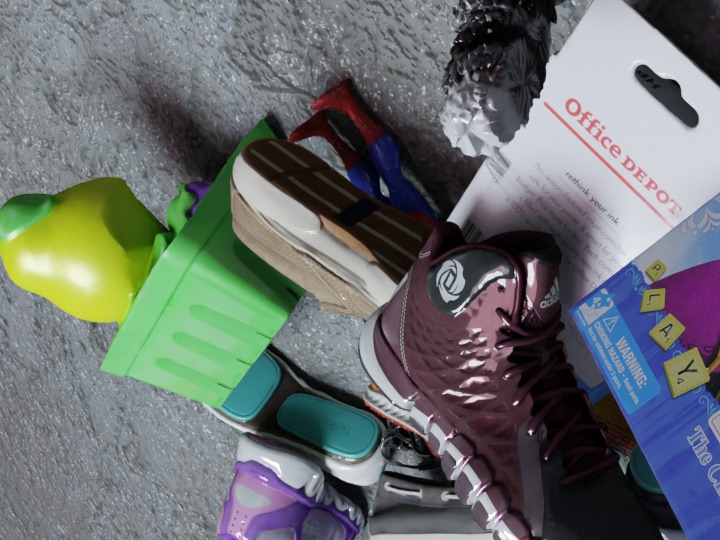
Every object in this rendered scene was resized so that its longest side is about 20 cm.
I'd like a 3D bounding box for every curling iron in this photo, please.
[{"bbox_3d":[0.021,0.074,0.905,0.049,0.026,0.201,-2,139,15],"label":"curling iron"}]

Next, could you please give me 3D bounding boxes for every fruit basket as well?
[{"bbox_3d":[-0.140,-0.014,0.930,0.214,0.156,0.217,20,143,16],"label":"fruit basket"}]

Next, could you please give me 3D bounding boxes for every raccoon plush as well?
[{"bbox_3d":[0.024,-0.145,0.615,0.133,0.201,0.097,1,137,32],"label":"raccoon plush"}]

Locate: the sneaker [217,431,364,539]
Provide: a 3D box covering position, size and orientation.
[{"bbox_3d":[-0.060,0.195,1.044,0.080,0.089,0.200,18,163,23],"label":"sneaker"}]

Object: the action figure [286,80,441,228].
[{"bbox_3d":[0.034,-0.021,0.831,0.200,0.052,0.065,48,140,2],"label":"action figure"}]

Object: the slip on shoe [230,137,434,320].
[{"bbox_3d":[0.000,0.000,0.780,0.199,0.076,0.061,35,125,19],"label":"slip on shoe"}]

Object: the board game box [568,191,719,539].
[{"bbox_3d":[0.200,0.033,0.513,0.041,0.199,0.201,33,-155,-42],"label":"board game box"}]

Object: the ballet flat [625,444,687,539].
[{"bbox_3d":[0.226,0.090,0.644,0.198,0.073,0.074,-18,112,14],"label":"ballet flat"}]

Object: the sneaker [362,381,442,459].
[{"bbox_3d":[0.072,0.076,0.752,0.073,0.078,0.199,32,178,-40],"label":"sneaker"}]

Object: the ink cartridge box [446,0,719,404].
[{"bbox_3d":[0.122,-0.031,0.669,0.116,0.066,0.201,47,130,19],"label":"ink cartridge box"}]

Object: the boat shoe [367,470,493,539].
[{"bbox_3d":[0.082,0.157,0.910,0.199,0.067,0.058,-13,70,41],"label":"boat shoe"}]

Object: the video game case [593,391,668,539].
[{"bbox_3d":[0.168,0.091,0.726,0.142,0.017,0.202,27,110,30],"label":"video game case"}]

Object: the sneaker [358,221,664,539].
[{"bbox_3d":[0.082,0.052,0.632,0.200,0.075,0.116,44,126,29],"label":"sneaker"}]

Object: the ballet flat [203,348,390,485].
[{"bbox_3d":[-0.061,0.111,1.044,0.199,0.069,0.070,26,138,28],"label":"ballet flat"}]
